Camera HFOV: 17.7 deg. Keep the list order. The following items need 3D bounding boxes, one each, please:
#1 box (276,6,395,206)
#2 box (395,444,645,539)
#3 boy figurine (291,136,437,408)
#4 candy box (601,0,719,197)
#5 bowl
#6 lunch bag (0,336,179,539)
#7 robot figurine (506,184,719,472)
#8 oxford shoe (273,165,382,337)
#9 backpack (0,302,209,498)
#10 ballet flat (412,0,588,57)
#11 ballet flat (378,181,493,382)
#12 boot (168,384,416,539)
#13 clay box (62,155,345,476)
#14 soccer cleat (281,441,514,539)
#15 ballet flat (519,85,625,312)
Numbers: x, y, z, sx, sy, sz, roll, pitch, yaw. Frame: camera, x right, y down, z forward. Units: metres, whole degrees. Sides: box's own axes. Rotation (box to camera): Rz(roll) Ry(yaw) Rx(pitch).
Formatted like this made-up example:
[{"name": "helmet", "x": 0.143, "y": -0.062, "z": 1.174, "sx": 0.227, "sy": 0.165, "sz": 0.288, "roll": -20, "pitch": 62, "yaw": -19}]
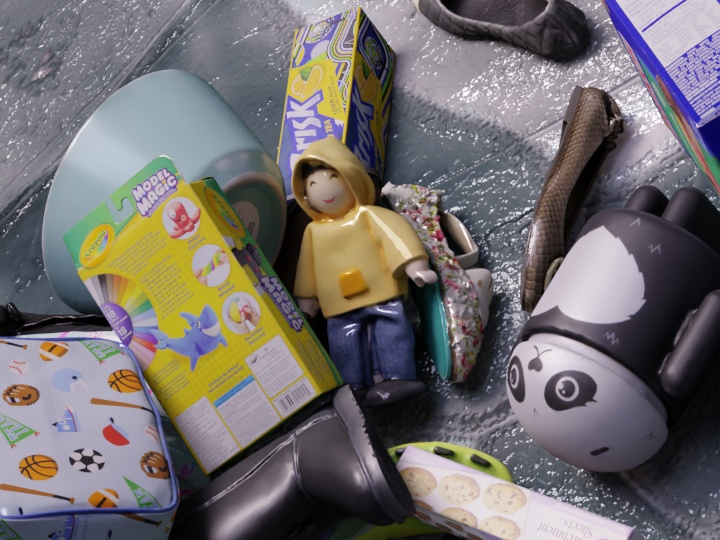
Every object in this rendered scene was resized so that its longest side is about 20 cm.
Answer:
[{"name": "box", "x": -0.021, "y": -0.117, "z": 1.899, "sx": 0.070, "sy": 0.064, "sz": 0.201, "roll": -17, "pitch": 47, "yaw": 26}, {"name": "box", "x": 0.100, "y": 0.163, "z": 1.503, "sx": 0.199, "sy": 0.039, "sz": 0.042, "roll": 18, "pitch": 71, "yaw": 43}, {"name": "boy figurine", "x": 0.000, "y": 0.000, "z": 1.691, "sx": 0.124, "sy": 0.064, "sz": 0.202, "roll": -9, "pitch": 92, "yaw": 34}, {"name": "candy box", "x": 0.252, "y": -0.120, "z": 1.607, "sx": 0.077, "sy": 0.169, "sz": 0.201, "roll": -31, "pitch": 41, "yaw": 6}, {"name": "bowl", "x": -0.130, "y": -0.037, "z": 1.717, "sx": 0.105, "sy": 0.201, "sz": 0.201, "roll": 28, "pitch": 74, "yaw": 32}, {"name": "lunch bag", "x": -0.213, "y": 0.122, "z": 1.542, "sx": 0.159, "sy": 0.076, "sz": 0.200, "roll": -1, "pitch": 37, "yaw": -21}, {"name": "robot figurine", "x": 0.180, "y": 0.038, "z": 1.560, "sx": 0.124, "sy": 0.150, "sz": 0.201, "roll": 30, "pitch": 72, "yaw": 7}, {"name": "oxford shoe", "x": -0.035, "y": 0.007, "z": 1.775, "sx": 0.201, "sy": 0.072, "sz": 0.085, "roll": -57, "pitch": 40, "yaw": 28}, {"name": "backpack", "x": -0.183, "y": 0.102, "z": 1.726, "sx": 0.199, "sy": 0.167, "sz": 0.128, "roll": 1, "pitch": 74, "yaw": 32}, {"name": "ballet flat", "x": 0.111, "y": -0.223, "z": 1.892, "sx": 0.199, "sy": 0.057, "sz": 0.067, "roll": 23, "pitch": 70, "yaw": 47}, {"name": "ballet flat", "x": 0.064, "y": 0.001, "z": 1.734, "sx": 0.063, "sy": 0.076, "sz": 0.201, "roll": -9, "pitch": 46, "yaw": -14}, {"name": "boot", "x": -0.068, "y": 0.172, "z": 1.527, "sx": 0.199, "sy": 0.066, "sz": 0.165, "roll": -32, "pitch": 17, "yaw": 1}, {"name": "clay box", "x": -0.112, "y": 0.027, "z": 1.607, "sx": 0.115, "sy": 0.048, "sz": 0.201, "roll": -36, "pitch": 82, "yaw": 24}, {"name": "soccer cleat", "x": 0.012, "y": 0.163, "z": 1.631, "sx": 0.198, "sy": 0.084, "sz": 0.065, "roll": -11, "pitch": 77, "yaw": 9}, {"name": "ballet flat", "x": 0.158, "y": -0.054, "z": 1.716, "sx": 0.046, "sy": 0.068, "sz": 0.201, "roll": 15, "pitch": 57, "yaw": 8}]
